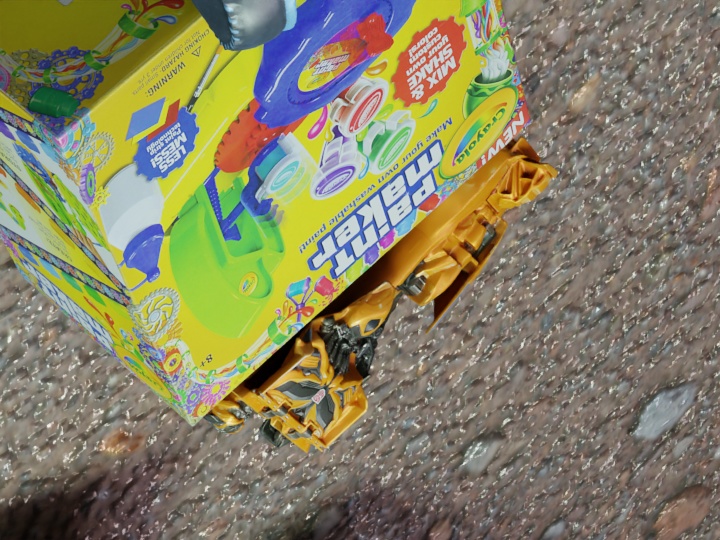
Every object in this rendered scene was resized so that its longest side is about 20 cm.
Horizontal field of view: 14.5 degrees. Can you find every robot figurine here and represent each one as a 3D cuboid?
[{"bbox_3d":[0.000,0.000,1.325,0.200,0.058,0.145,-52,145,-3],"label":"robot figurine"}]

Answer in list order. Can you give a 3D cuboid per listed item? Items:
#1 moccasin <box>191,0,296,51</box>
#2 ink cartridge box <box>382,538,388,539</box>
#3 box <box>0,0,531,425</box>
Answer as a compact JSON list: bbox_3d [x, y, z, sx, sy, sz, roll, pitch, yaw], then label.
[{"bbox_3d":[-0.092,-0.161,0.991,0.068,0.201,0.080,-28,176,-18],"label":"moccasin"},{"bbox_3d":[0.010,0.259,1.421,0.144,0.200,0.084,-38,178,-38],"label":"ink cartridge box"},{"bbox_3d":[-0.055,-0.085,1.128,0.200,0.122,0.193,-42,146,-16],"label":"box"}]
